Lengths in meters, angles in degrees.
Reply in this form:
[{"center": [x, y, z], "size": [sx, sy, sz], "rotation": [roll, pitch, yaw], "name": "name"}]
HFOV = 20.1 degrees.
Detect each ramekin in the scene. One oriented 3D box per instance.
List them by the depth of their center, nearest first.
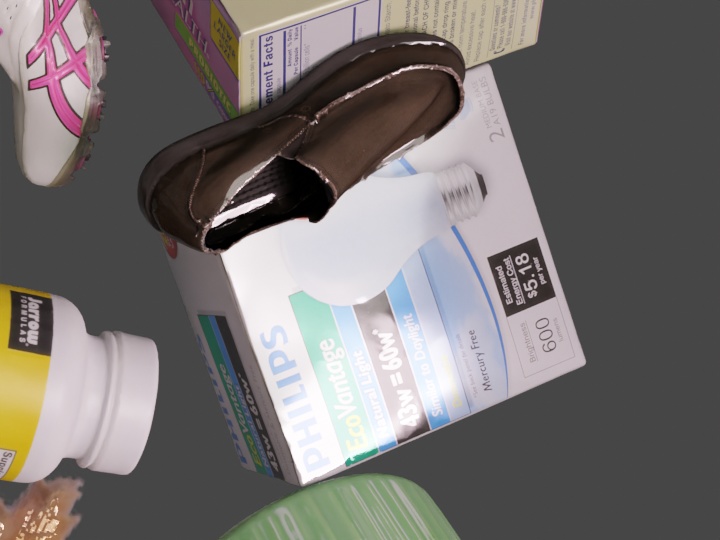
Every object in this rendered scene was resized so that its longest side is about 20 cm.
[{"center": [-0.017, 0.210, 1.200], "size": [0.198, 0.201, 0.098], "rotation": [-20, 56, -18], "name": "ramekin"}]

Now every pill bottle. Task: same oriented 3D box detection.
[{"center": [-0.222, 0.061, 1.167], "size": [0.198, 0.111, 0.112], "rotation": [12, 87, -20], "name": "pill bottle"}]

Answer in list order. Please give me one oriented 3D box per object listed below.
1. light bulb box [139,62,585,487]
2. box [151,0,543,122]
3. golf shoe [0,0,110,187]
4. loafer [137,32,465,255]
[{"center": [0.000, 0.000, 1.236], "size": [0.199, 0.125, 0.200], "rotation": [-22, 98, -18], "name": "light bulb box"}, {"center": [-0.018, -0.191, 1.187], "size": [0.199, 0.097, 0.176], "rotation": [-21, 56, -19], "name": "box"}, {"center": [-0.191, -0.145, 1.176], "size": [0.091, 0.073, 0.202], "rotation": [-2, 113, -24], "name": "golf shoe"}, {"center": [-0.021, -0.060, 1.115], "size": [0.199, 0.071, 0.073], "rotation": [-29, 139, -10], "name": "loafer"}]
